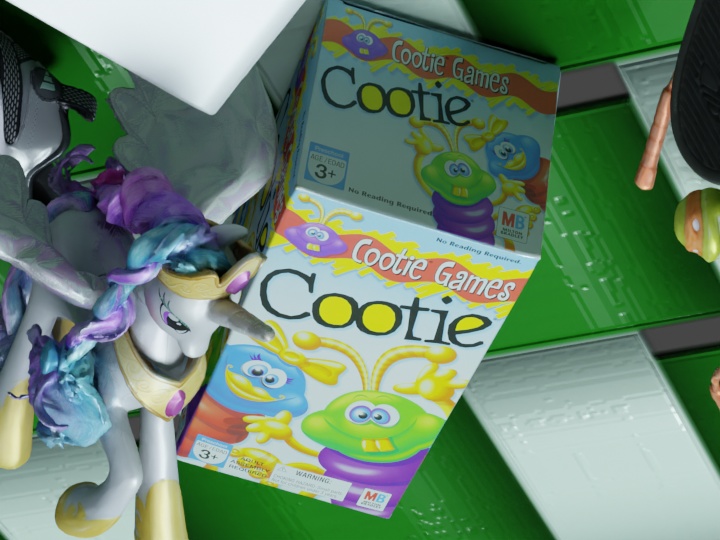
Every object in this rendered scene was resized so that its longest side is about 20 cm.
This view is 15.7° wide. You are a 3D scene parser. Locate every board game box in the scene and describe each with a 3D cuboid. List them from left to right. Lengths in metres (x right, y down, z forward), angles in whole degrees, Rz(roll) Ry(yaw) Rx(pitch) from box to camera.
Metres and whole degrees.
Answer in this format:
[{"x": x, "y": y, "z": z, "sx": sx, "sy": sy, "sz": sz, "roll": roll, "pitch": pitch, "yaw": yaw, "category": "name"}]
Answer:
[{"x": 0.000, "y": 0.000, "z": 1.094, "sx": 0.104, "sy": 0.104, "sz": 0.200, "roll": 16, "pitch": 141, "yaw": -8, "category": "board game box"}]

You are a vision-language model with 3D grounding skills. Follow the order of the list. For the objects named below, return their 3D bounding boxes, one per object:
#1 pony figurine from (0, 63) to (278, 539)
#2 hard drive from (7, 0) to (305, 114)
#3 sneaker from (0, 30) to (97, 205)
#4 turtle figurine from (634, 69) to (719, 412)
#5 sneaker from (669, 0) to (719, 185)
[{"x": -0.099, "y": -0.001, "z": 1.005, "sx": 0.166, "sy": 0.194, "sz": 0.200, "roll": -14, "pitch": 148, "yaw": -30, "category": "pony figurine"}, {"x": -0.044, "y": -0.161, "z": 0.895, "sx": 0.132, "sy": 0.025, "sz": 0.200, "roll": 28, "pitch": 113, "yaw": -31, "category": "hard drive"}, {"x": -0.185, "y": -0.029, "z": 1.118, "sx": 0.139, "sy": 0.078, "sz": 0.200, "roll": 30, "pitch": 137, "yaw": -22, "category": "sneaker"}, {"x": 0.196, "y": -0.021, "z": 1.061, "sx": 0.160, "sy": 0.065, "sz": 0.201, "roll": -7, "pitch": 130, "yaw": 8, "category": "turtle figurine"}, {"x": 0.196, "y": -0.120, "z": 0.928, "sx": 0.120, "sy": 0.084, "sz": 0.201, "roll": -1, "pitch": 122, "yaw": -41, "category": "sneaker"}]
